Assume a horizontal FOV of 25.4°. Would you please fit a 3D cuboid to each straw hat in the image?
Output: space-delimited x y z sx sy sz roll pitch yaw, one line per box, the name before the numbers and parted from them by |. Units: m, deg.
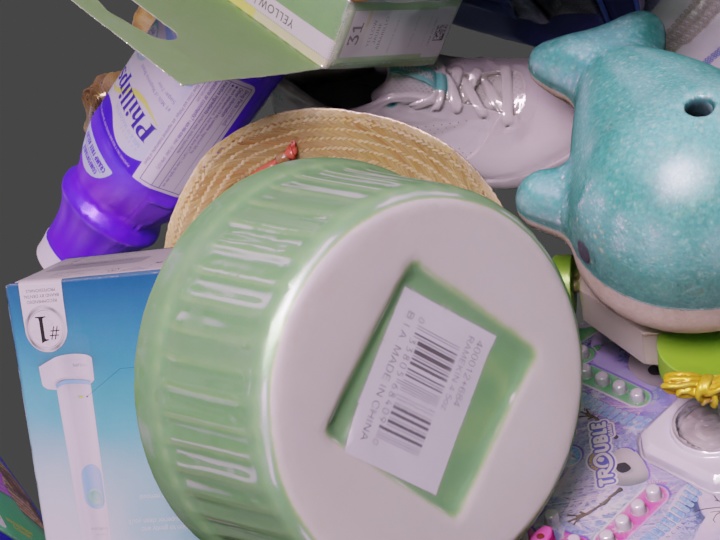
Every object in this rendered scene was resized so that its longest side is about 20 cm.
straw hat | 0.000 0.000 0.874 0.199 0.085 0.203 3 101 13

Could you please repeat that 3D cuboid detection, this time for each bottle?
bottle | -0.117 -0.073 0.913 0.200 0.065 0.084 -51 43 24

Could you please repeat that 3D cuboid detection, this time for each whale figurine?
whale figurine | 0.148 -0.067 0.775 0.158 0.104 0.201 -18 50 -4

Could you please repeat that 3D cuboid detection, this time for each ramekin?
ramekin | 0.007 0.050 0.727 0.097 0.199 0.201 7 66 57

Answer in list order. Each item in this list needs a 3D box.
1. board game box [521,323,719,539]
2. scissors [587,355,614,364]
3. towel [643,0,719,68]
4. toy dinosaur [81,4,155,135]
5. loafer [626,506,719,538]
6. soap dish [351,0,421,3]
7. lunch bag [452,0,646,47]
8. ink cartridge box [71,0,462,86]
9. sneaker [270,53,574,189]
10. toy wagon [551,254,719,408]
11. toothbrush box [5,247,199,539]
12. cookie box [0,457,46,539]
board game box | 0.172 0.075 0.779 0.198 0.026 0.201 -10 36 9
scissors | 0.133 0.135 0.833 0.073 0.014 0.202 -15 68 2
towel | 0.233 -0.152 0.883 0.147 0.024 0.200 -49 50 -7
toy dinosaur | -0.091 -0.149 0.978 0.200 0.058 0.101 -44 64 -4
loafer | 0.158 0.138 0.779 0.199 0.076 0.068 -34 76 -9
soap dish | 0.066 -0.236 0.789 0.156 0.081 0.202 -8 58 17
lunch bag | 0.086 -0.200 0.893 0.199 0.136 0.133 22 72 34
ink cartridge box | -0.061 -0.153 0.821 0.145 0.199 0.048 38 118 27
sneaker | 0.043 -0.095 0.903 0.198 0.089 0.076 -2 68 14
toy wagon | 0.174 0.001 0.814 0.154 0.040 0.201 -2 42 15
toothbrush box | -0.086 0.091 0.823 0.145 0.085 0.202 -6 98 13
cookie box | -0.256 0.098 0.866 0.075 0.171 0.200 -40 65 -5
